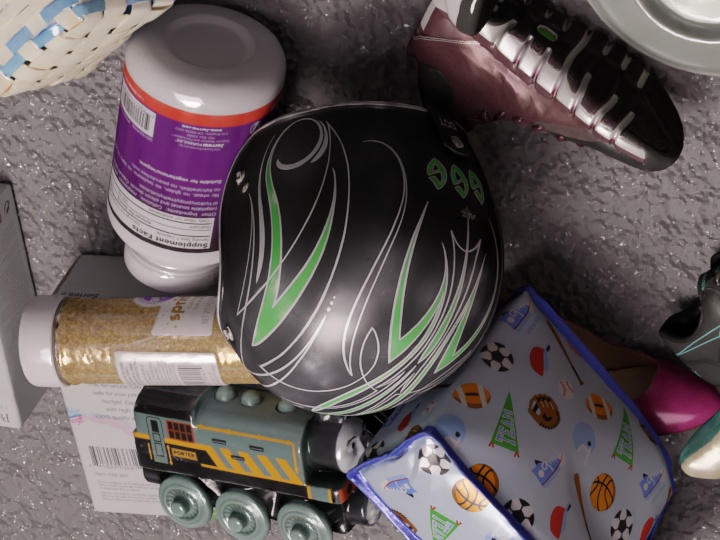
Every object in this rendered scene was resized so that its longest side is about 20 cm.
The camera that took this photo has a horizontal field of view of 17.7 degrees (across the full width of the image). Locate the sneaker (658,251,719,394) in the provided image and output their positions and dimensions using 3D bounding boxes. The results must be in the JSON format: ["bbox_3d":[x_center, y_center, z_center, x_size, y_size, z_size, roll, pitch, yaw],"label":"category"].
[{"bbox_3d":[0.280,0.013,1.596,0.079,0.075,0.200,32,130,-2],"label":"sneaker"}]

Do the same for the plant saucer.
[{"bbox_3d":[0.224,-0.200,1.467,0.200,0.050,0.200,10,129,13],"label":"plant saucer"}]

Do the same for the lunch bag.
[{"bbox_3d":[0.116,0.146,1.619,0.200,0.170,0.124,45,142,-10],"label":"lunch bag"}]

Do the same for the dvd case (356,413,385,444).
[{"bbox_3d":[0.020,0.133,1.765,0.200,0.018,0.143,42,174,-13],"label":"dvd case"}]

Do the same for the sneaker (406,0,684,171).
[{"bbox_3d":[0.117,-0.115,1.568,0.200,0.076,0.116,39,136,2],"label":"sneaker"}]

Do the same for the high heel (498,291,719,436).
[{"bbox_3d":[0.163,0.064,1.680,0.200,0.067,0.096,7,139,20],"label":"high heel"}]

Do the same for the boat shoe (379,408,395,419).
[{"bbox_3d":[0.045,0.100,1.738,0.071,0.091,0.200,-9,123,21],"label":"boat shoe"}]

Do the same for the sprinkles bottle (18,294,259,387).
[{"bbox_3d":[-0.144,0.051,1.682,0.200,0.068,0.068,0,126,14],"label":"sprinkles bottle"}]

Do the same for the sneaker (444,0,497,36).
[{"bbox_3d":[0.045,-0.254,1.467,0.108,0.067,0.201,12,114,13],"label":"sneaker"}]

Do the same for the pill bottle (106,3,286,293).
[{"bbox_3d":[-0.120,-0.082,1.648,0.112,0.112,0.200,18,131,7],"label":"pill bottle"}]

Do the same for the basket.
[{"bbox_3d":[-0.225,-0.231,1.563,0.176,0.139,0.200,-30,86,46],"label":"basket"}]

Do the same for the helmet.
[{"bbox_3d":[0.000,0.000,1.561,0.200,0.191,0.200,0,161,0],"label":"helmet"}]

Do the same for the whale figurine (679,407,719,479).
[{"bbox_3d":[0.304,0.104,1.602,0.200,0.104,0.159,5,139,-34],"label":"whale figurine"}]

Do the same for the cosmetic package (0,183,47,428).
[{"bbox_3d":[-0.316,0.026,1.834,0.102,0.074,0.200,5,127,18],"label":"cosmetic package"}]

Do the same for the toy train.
[{"bbox_3d":[-0.078,0.136,1.702,0.200,0.085,0.114,9,124,28],"label":"toy train"}]

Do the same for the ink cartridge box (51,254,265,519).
[{"bbox_3d":[-0.151,0.092,1.813,0.145,0.088,0.200,2,128,18],"label":"ink cartridge box"}]
